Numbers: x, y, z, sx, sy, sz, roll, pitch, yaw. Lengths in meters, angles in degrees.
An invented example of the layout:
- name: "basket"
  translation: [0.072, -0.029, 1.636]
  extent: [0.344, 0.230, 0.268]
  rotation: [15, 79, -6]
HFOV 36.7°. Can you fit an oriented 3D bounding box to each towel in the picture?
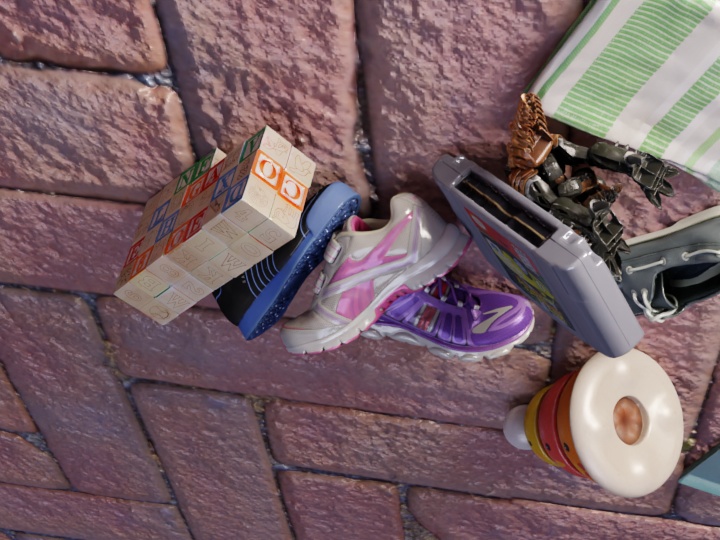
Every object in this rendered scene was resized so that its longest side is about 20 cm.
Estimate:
- name: "towel"
  translation: [0.241, -0.137, 0.812]
  extent: [0.198, 0.024, 0.153]
  rotation: [22, 141, -11]

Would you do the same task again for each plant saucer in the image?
- name: "plant saucer"
  translation: [0.425, 0.193, 1.173]
  extent: [0.069, 0.019, 0.200]
  rotation: [19, 141, -8]

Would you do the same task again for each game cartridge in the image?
- name: "game cartridge"
  translation: [0.142, -0.011, 0.882]
  extent: [0.041, 0.200, 0.133]
  rotation: [-44, 128, -1]

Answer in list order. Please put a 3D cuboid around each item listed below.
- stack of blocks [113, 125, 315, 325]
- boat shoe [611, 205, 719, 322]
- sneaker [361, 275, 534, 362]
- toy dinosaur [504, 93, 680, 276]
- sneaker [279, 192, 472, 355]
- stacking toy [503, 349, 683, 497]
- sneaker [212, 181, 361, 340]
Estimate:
- name: "stack of blocks"
  translation: [-0.128, -0.046, 0.958]
  extent: [0.058, 0.116, 0.199]
  rotation: [35, 136, -26]
- name: "boat shoe"
  translation: [0.261, 0.010, 0.957]
  extent: [0.073, 0.062, 0.199]
  rotation: [34, 137, -25]
- name: "sneaker"
  translation: [0.068, 0.028, 1.029]
  extent: [0.198, 0.081, 0.084]
  rotation: [8, 131, 2]
- name: "toy dinosaur"
  translation: [0.160, -0.064, 0.860]
  extent: [0.135, 0.103, 0.199]
  rotation: [28, -174, 37]
- name: "sneaker"
  translation: [0.000, 0.000, 0.972]
  extent: [0.199, 0.081, 0.089]
  rotation: [-36, 93, 16]
- name: "stacking toy"
  translation: [0.221, 0.163, 1.132]
  extent: [0.145, 0.147, 0.200]
  rotation: [31, 155, -21]
- name: "sneaker"
  translation: [-0.079, -0.022, 1.013]
  extent: [0.078, 0.070, 0.200]
  rotation: [47, 122, 12]
